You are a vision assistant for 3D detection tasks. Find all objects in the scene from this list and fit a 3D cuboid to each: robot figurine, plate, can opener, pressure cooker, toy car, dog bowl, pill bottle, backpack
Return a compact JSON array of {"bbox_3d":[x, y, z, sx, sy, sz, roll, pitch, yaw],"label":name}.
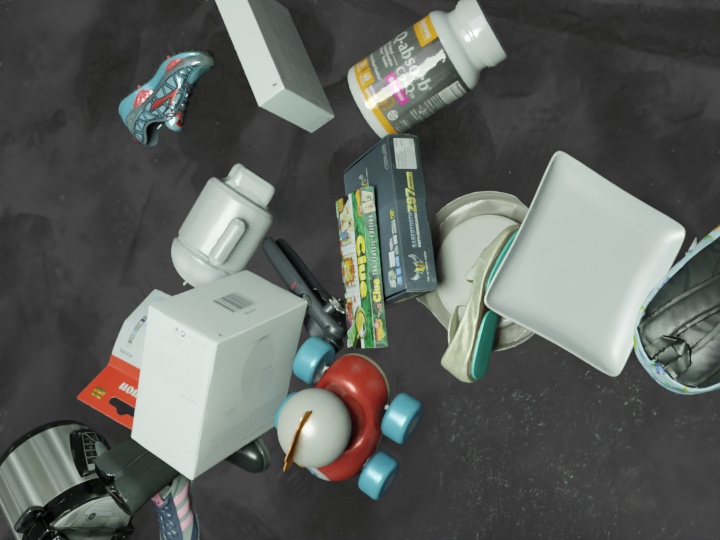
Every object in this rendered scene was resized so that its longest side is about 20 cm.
[{"bbox_3d":[-0.203,-0.054,1.182,0.112,0.170,0.203,31,92,-16],"label":"robot figurine"},{"bbox_3d":[0.266,-0.006,0.962,0.197,0.032,0.203,27,87,-10],"label":"plate"},{"bbox_3d":[-0.081,0.027,1.152,0.079,0.063,0.201,-43,70,15],"label":"can opener"},{"bbox_3d":[-0.437,0.352,1.211,0.200,0.173,0.181,44,141,33],"label":"pressure cooker"},{"bbox_3d":[-0.052,0.209,1.029,0.182,0.199,0.180,30,112,22],"label":"toy car"},{"bbox_3d":[0.168,0.003,1.043,0.196,0.058,0.206,-3,84,25],"label":"dog bowl"},{"bbox_3d":[0.089,-0.272,1.077,0.198,0.116,0.118,-31,73,19],"label":"pill bottle"},{"bbox_3d":[0.400,0.052,0.896,0.199,0.154,0.164,-38,75,-6],"label":"backpack"}]

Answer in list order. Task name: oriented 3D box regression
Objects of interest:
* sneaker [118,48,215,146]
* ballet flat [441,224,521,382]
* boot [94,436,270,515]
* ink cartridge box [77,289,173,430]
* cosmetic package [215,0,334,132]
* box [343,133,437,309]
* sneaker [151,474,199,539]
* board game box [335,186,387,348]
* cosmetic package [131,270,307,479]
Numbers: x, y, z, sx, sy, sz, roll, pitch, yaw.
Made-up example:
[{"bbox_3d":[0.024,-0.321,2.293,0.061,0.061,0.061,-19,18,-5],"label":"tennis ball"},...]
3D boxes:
[{"bbox_3d":[-0.294,-0.271,1.286,0.198,0.079,0.097,-32,81,27],"label":"sneaker"},{"bbox_3d":[0.145,0.034,0.985,0.062,0.067,0.204,20,92,40],"label":"ballet flat"},{"bbox_3d":[-0.248,0.272,1.129,0.163,0.198,0.067,32,130,30],"label":"boot"},{"bbox_3d":[-0.304,0.132,1.191,0.157,0.048,0.201,21,52,24],"label":"ink cartridge box"},{"bbox_3d":[-0.124,-0.312,1.161,0.051,0.150,0.203,-28,73,18],"label":"cosmetic package"},{"bbox_3d":[0.035,-0.058,1.067,0.157,0.050,0.205,154,112,-66],"label":"box"},{"bbox_3d":[-0.289,0.351,1.202,0.069,0.082,0.205,-9,81,23],"label":"sneaker"},{"bbox_3d":[0.000,0.000,1.064,0.104,0.023,0.205,165,101,-67],"label":"board game box"},{"bbox_3d":[-0.189,0.132,1.087,0.121,0.198,0.204,23,113,25],"label":"cosmetic package"}]
